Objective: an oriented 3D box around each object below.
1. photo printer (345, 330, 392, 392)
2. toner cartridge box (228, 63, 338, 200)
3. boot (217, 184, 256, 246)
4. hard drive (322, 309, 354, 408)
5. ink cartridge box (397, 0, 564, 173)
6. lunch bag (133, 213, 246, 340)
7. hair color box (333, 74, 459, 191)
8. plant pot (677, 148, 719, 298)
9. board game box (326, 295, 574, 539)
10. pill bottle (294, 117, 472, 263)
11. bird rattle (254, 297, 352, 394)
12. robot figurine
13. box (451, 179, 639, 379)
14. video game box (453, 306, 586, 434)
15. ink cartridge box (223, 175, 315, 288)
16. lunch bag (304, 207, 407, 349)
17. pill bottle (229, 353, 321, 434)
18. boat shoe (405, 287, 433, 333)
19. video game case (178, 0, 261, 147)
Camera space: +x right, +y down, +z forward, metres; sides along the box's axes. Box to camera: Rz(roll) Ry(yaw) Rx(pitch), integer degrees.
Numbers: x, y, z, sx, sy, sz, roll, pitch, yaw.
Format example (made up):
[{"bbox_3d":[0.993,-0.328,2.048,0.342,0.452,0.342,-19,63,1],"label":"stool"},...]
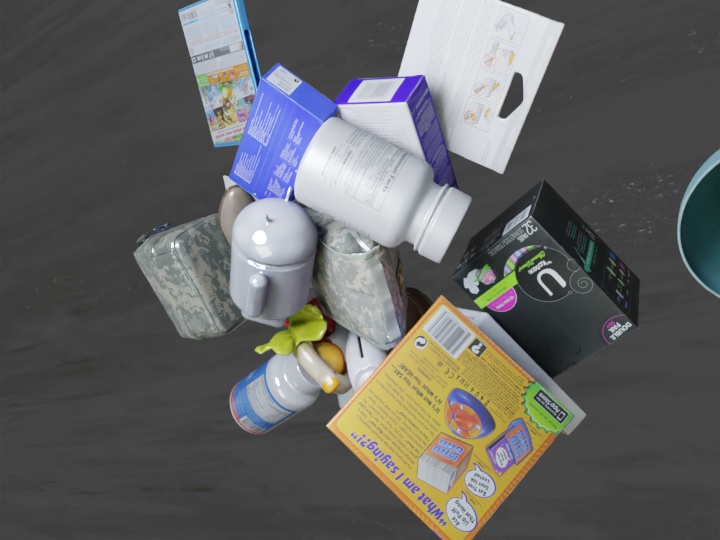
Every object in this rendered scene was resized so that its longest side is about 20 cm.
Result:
[{"bbox_3d":[0.037,0.184,1.007,0.069,0.167,0.201,-24,111,6],"label":"photo printer"},{"bbox_3d":[-0.108,-0.168,0.855,0.095,0.043,0.200,36,143,-1],"label":"toner cartridge box"},{"bbox_3d":[-0.156,-0.018,0.994,0.147,0.070,0.201,56,162,31],"label":"boot"},{"bbox_3d":[0.011,0.164,1.122,0.131,0.026,0.202,4,119,23],"label":"hard drive"},{"bbox_3d":[0.139,-0.248,0.811,0.175,0.045,0.201,25,126,11],"label":"ink cartridge box"},{"bbox_3d":[-0.288,0.014,1.100,0.167,0.139,0.201,-14,109,37],"label":"lunch bag"},{"bbox_3d":[0.054,-0.154,0.848,0.108,0.065,0.201,8,140,32],"label":"hair color box"},{"bbox_3d":[0.460,-0.075,0.711,0.198,0.135,0.202,11,123,18],"label":"plant pot"},{"bbox_3d":[0.101,0.184,0.799,0.200,0.200,0.200,42,83,8],"label":"board game box"},{"bbox_3d":[0.029,-0.094,0.783,0.199,0.115,0.115,28,126,6],"label":"pill bottle"},{"bbox_3d":[-0.074,0.129,1.003,0.112,0.200,0.163,-39,76,0],"label":"bird rattle"},{"bbox_3d":[-0.118,-0.015,0.865,0.112,0.170,0.201,12,132,0],"label":"robot figurine"},{"bbox_3d":[0.253,0.013,0.863,0.200,0.124,0.148,44,127,-6],"label":"box"},{"bbox_3d":[0.208,0.137,0.933,0.200,0.182,0.047,45,86,-6],"label":"video game box"},{"bbox_3d":[-0.131,-0.071,1.050,0.199,0.050,0.162,20,127,35],"label":"ink cartridge box"},{"bbox_3d":[0.000,0.000,0.915,0.200,0.117,0.165,43,153,53],"label":"lunch bag"},{"bbox_3d":[-0.142,0.213,1.167,0.112,0.112,0.200,48,125,-8],"label":"pill bottle"},{"bbox_3d":[0.097,0.125,1.028,0.075,0.074,0.202,-11,114,25],"label":"boat shoe"},{"bbox_3d":[-0.192,-0.282,0.916,0.142,0.018,0.202,7,115,45],"label":"video game case"}]
